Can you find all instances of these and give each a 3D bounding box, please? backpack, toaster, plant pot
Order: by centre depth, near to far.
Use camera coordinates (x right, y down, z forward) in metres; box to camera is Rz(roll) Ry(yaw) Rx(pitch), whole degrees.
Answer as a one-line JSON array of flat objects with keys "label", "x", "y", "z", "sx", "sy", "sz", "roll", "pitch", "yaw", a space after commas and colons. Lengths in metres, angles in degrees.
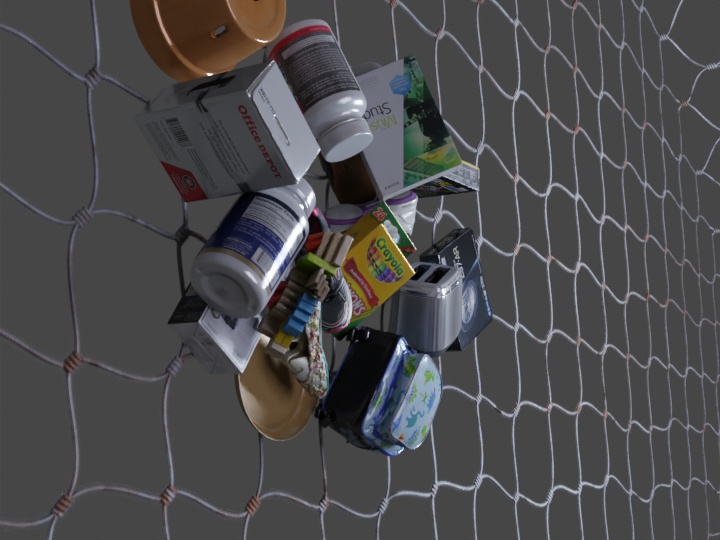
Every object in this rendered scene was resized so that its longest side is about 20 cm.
[{"label": "plant pot", "x": -0.195, "y": -0.365, "z": 1.441, "sx": 0.200, "sy": 0.139, "sz": 0.201, "roll": 10, "pitch": 77, "yaw": -56}, {"label": "plant pot", "x": -0.127, "y": 0.153, "z": 1.573, "sx": 0.200, "sy": 0.027, "sz": 0.201, "roll": 12, "pitch": 76, "yaw": -57}, {"label": "backpack", "x": 0.044, "y": 0.208, "z": 1.697, "sx": 0.184, "sy": 0.146, "sz": 0.200, "roll": -66, "pitch": 155, "yaw": -16}, {"label": "toaster", "x": 0.112, "y": 0.066, "z": 1.836, "sx": 0.200, "sy": 0.113, "sz": 0.130, "roll": -37, "pitch": 132, "yaw": -63}]

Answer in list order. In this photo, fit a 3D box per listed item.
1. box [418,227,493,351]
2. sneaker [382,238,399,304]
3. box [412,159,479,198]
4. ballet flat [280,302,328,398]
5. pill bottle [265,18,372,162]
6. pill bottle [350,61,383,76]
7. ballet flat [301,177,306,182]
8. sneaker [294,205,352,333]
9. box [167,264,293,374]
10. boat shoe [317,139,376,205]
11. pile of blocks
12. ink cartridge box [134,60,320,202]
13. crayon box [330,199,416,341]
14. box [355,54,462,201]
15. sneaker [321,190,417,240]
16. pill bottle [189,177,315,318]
[{"label": "box", "x": 0.189, "y": 0.036, "z": 2.051, "sx": 0.160, "sy": 0.043, "sz": 0.201, "roll": -34, "pitch": 114, "yaw": -53}, {"label": "sneaker", "x": 0.041, "y": -0.008, "z": 1.791, "sx": 0.078, "sy": 0.090, "sz": 0.201, "roll": 53, "pitch": 44, "yaw": -39}, {"label": "box", "x": 0.091, "y": -0.169, "z": 1.828, "sx": 0.200, "sy": 0.159, "sz": 0.050, "roll": 13, "pitch": 74, "yaw": -54}, {"label": "ballet flat", "x": -0.090, "y": 0.102, "z": 1.545, "sx": 0.064, "sy": 0.075, "sz": 0.201, "roll": -19, "pitch": 114, "yaw": -34}, {"label": "pill bottle", "x": -0.058, "y": -0.271, "z": 1.601, "sx": 0.111, "sy": 0.111, "sz": 0.201, "roll": -4, "pitch": 64, "yaw": -56}, {"label": "pill bottle", "x": 0.047, "y": -0.263, "z": 1.817, "sx": 0.200, "sy": 0.112, "sz": 0.113, "roll": 36, "pitch": 56, "yaw": -48}, {"label": "ballet flat", "x": -0.116, "y": -0.162, "z": 1.602, "sx": 0.071, "sy": 0.069, "sz": 0.201, "roll": 14, "pitch": 70, "yaw": -58}, {"label": "sneaker", "x": -0.068, "y": -0.004, "z": 1.568, "sx": 0.075, "sy": 0.080, "sz": 0.201, "roll": 95, "pitch": -23, "yaw": -81}, {"label": "box", "x": -0.178, "y": 0.034, "z": 1.483, "sx": 0.117, "sy": 0.060, "sz": 0.201, "roll": 55, "pitch": 44, "yaw": -37}, {"label": "boat shoe", "x": -0.029, "y": -0.181, "z": 1.731, "sx": 0.070, "sy": 0.070, "sz": 0.201, "roll": -118, "pitch": -174, "yaw": -57}, {"label": "pile of blocks", "x": -0.087, "y": 0.026, "z": 1.442, "sx": 0.062, "sy": 0.082, "sz": 0.201, "roll": 29, "pitch": 94, "yaw": -14}, {"label": "ink cartridge box", "x": -0.174, "y": -0.180, "z": 1.391, "sx": 0.145, "sy": 0.199, "sz": 0.084, "roll": 62, "pitch": 40, "yaw": -31}, {"label": "crayon box", "x": 0.000, "y": 0.000, "z": 1.666, "sx": 0.200, "sy": 0.051, "sz": 0.127, "roll": -42, "pitch": 128, "yaw": -6}, {"label": "box", "x": 0.059, "y": -0.229, "z": 1.687, "sx": 0.036, "sy": 0.144, "sz": 0.201, "roll": 126, "pitch": -60, "yaw": -81}, {"label": "sneaker", "x": 0.009, "y": -0.066, "z": 1.721, "sx": 0.199, "sy": 0.075, "sz": 0.100, "roll": -17, "pitch": 126, "yaw": -23}, {"label": "pill bottle", "x": -0.136, "y": -0.042, "z": 1.410, "sx": 0.111, "sy": 0.111, "sz": 0.200, "roll": 60, "pitch": 42, "yaw": -32}]
